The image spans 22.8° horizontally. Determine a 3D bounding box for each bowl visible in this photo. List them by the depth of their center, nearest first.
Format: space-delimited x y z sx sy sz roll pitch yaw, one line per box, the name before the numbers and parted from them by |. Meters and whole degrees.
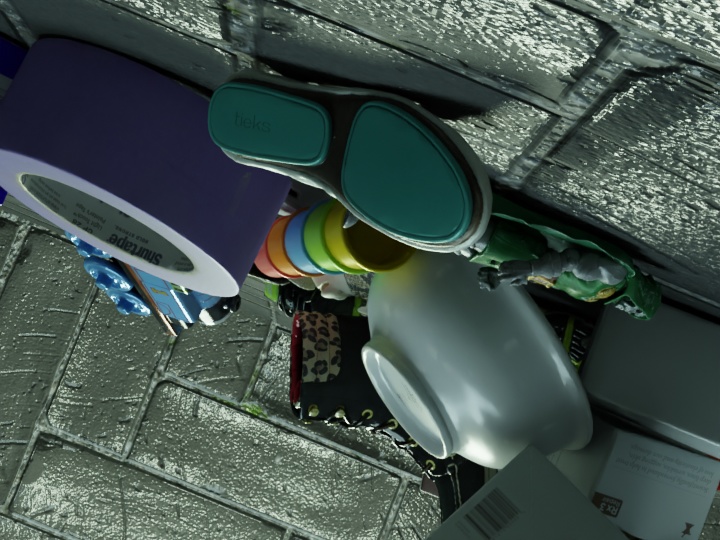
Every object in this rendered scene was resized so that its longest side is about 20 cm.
bowl | 0.063 0.065 1.239 0.201 0.090 0.202 50 164 20

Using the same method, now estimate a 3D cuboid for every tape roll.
tape roll | -0.151 -0.066 1.197 0.198 0.086 0.200 24 167 6

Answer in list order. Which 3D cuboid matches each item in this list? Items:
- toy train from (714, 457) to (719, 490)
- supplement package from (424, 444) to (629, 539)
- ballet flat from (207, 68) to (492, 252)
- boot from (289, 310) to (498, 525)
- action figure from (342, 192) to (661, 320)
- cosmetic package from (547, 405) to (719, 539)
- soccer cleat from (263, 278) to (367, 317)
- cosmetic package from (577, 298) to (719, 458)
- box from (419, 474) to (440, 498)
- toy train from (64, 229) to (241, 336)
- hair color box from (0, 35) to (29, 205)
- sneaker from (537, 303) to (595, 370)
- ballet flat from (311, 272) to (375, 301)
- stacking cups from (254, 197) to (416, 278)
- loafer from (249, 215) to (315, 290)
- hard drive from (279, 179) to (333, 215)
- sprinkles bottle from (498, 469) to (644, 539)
toy train | 0.268 0.138 1.462 0.115 0.086 0.199 3 -174 -33
supplement package | 0.108 0.229 1.235 0.110 0.113 0.201 44 159 21
ballet flat | 0.005 -0.063 0.931 0.199 0.070 0.069 23 176 39
boot | 0.023 0.124 1.361 0.152 0.206 0.073 2 164 -16
action figure | 0.091 -0.014 1.070 0.198 0.055 0.118 19 172 -9
cosmetic package | 0.174 0.134 1.334 0.101 0.075 0.200 19 -177 -23
soccer cleat | -0.041 0.026 1.531 0.080 0.068 0.200 3 -156 -9
cosmetic package | 0.249 0.085 1.231 0.198 0.082 0.113 23 175 5
box | 0.129 0.123 1.533 0.074 0.101 0.200 21 -156 22
toy train | -0.164 -0.013 1.464 0.113 0.087 0.200 19 158 20
hair color box | -0.309 -0.119 1.313 0.065 0.110 0.199 26 173 -35
sneaker | 0.147 0.054 1.477 0.198 0.076 0.076 19 -157 12
ballet flat | 0.000 0.000 1.389 0.075 0.069 0.200 -15 170 7
stacking cups | -0.022 -0.024 1.264 0.060 0.061 0.200 24 169 -19
loafer | -0.086 -0.029 1.508 0.076 0.068 0.199 26 173 -32
hard drive | -0.125 -0.083 1.361 0.199 0.027 0.132 18 173 37
sprinkles bottle | 0.166 0.207 1.339 0.068 0.069 0.199 26 180 -36
